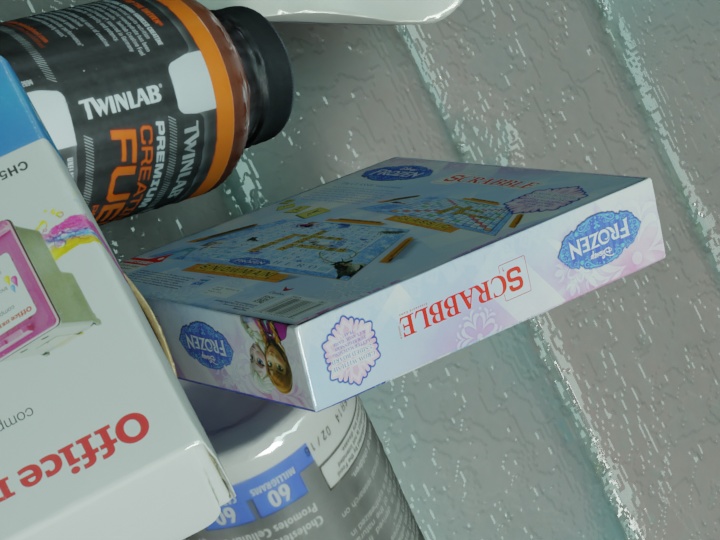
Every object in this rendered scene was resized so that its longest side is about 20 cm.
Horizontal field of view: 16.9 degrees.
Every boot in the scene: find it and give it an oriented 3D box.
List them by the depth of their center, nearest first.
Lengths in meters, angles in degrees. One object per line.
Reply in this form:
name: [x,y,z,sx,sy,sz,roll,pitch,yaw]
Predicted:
boot: [-0.046,-0.163,1.288,0.199,0.090,0.073,10,93,-9]

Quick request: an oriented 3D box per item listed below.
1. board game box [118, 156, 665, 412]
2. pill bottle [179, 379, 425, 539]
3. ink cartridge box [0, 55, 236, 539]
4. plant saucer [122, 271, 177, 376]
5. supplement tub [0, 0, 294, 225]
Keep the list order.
board game box: [0.000,0.000,1.104,0.199,0.200,0.041,-22,107,-30]
pill bottle: [-0.029,0.132,1.161,0.114,0.113,0.201,-50,129,-35]
ink cartridge box: [-0.160,0.036,0.993,0.144,0.085,0.201,-28,68,-6]
plant saucer: [-0.175,0.071,1.081,0.199,0.035,0.202,0,86,5]
supplement tub: [-0.127,-0.076,1.170,0.199,0.107,0.108,-19,91,-39]
